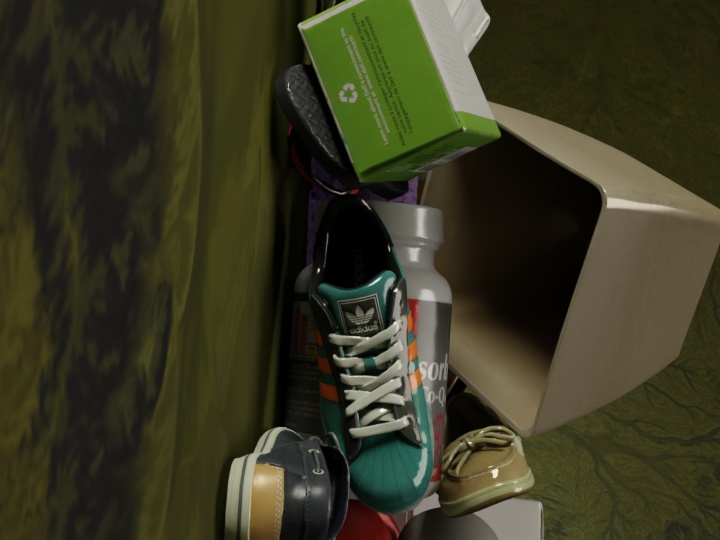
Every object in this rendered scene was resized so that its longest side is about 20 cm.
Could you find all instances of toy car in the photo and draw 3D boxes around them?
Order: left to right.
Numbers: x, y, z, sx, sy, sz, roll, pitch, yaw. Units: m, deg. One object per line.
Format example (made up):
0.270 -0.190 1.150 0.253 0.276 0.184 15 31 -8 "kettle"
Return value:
0.045 0.239 1.013 0.177 0.198 0.186 78 17 -75 "toy car"

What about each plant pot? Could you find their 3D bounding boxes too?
0.168 -0.009 0.998 0.200 0.176 0.202 42 -55 48 "plant pot"

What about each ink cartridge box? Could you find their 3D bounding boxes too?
0.010 -0.164 0.805 0.201 0.075 0.148 67 15 2 "ink cartridge box"
0.066 0.261 1.201 0.200 0.145 0.084 151 -54 -62 "ink cartridge box"

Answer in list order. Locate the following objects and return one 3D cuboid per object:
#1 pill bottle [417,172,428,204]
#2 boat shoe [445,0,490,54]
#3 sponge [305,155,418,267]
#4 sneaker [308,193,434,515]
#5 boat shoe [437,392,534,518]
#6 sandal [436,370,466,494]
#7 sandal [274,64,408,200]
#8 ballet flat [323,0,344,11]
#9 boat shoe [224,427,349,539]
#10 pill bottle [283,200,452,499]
0.029 -0.075 1.120 0.110 0.108 0.201 -81 174 -48 "pill bottle"
0.056 -0.163 1.019 0.072 0.068 0.201 -28 -152 41 "boat shoe"
0.000 0.000 0.991 0.111 0.030 0.202 -14 112 -52 "sponge"
0.001 0.048 0.773 0.080 0.071 0.202 73 5 -69 "sneaker"
0.087 0.136 0.945 0.201 0.073 0.064 -29 99 -84 "boat shoe"
0.074 0.092 1.084 0.082 0.054 0.202 64 19 -62 "sandal"
-0.017 -0.078 0.822 0.200 0.045 0.076 22 50 -71 "sandal"
-0.004 -0.189 0.952 0.069 0.069 0.202 45 48 -84 "ballet flat"
-0.037 0.133 0.740 0.200 0.062 0.075 65 27 -84 "boat shoe"
0.006 0.056 0.888 0.116 0.115 0.202 37 57 -85 "pill bottle"
